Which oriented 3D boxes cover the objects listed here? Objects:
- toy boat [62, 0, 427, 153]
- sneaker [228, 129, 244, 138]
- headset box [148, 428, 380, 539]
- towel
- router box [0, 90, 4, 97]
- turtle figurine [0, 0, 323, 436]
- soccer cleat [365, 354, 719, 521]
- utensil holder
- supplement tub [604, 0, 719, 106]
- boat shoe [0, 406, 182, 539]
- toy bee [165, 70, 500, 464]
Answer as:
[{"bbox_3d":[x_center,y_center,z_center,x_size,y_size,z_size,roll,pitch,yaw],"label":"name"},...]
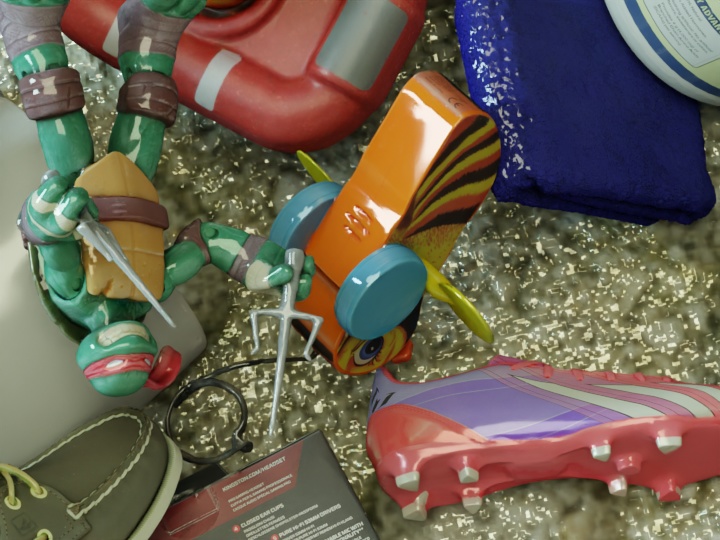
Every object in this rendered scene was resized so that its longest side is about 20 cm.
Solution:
[{"bbox_3d":[-0.071,-0.147,1.222,0.199,0.131,0.131,28,89,11],"label":"toy boat"},{"bbox_3d":[-0.032,-0.172,1.319,0.099,0.071,0.200,40,84,10],"label":"sneaker"},{"bbox_3d":[-0.045,0.181,1.199,0.148,0.075,0.201,-27,68,-7],"label":"headset box"},{"bbox_3d":[0.096,-0.118,1.273,0.147,0.049,0.201,6,64,-39],"label":"towel"},{"bbox_3d":[-0.258,-0.058,1.234,0.179,0.200,0.049,-33,74,-6],"label":"router box"},{"bbox_3d":[-0.101,-0.023,1.107,0.100,0.149,0.202,-19,75,34],"label":"turtle figurine"},{"bbox_3d":[0.101,0.069,1.240,0.198,0.067,0.077,-8,57,1],"label":"soccer cleat"},{"bbox_3d":[-0.196,0.040,1.217,0.200,0.170,0.170,-41,74,-10],"label":"utensil holder"},{"bbox_3d":[0.218,-0.168,1.212,0.144,0.200,0.146,7,75,-30],"label":"supplement tub"},{"bbox_3d":[-0.159,0.121,1.126,0.072,0.061,0.202,14,47,47],"label":"boat shoe"},{"bbox_3d":[0.000,0.000,1.213,0.199,0.109,0.132,-34,66,20],"label":"toy bee"}]
